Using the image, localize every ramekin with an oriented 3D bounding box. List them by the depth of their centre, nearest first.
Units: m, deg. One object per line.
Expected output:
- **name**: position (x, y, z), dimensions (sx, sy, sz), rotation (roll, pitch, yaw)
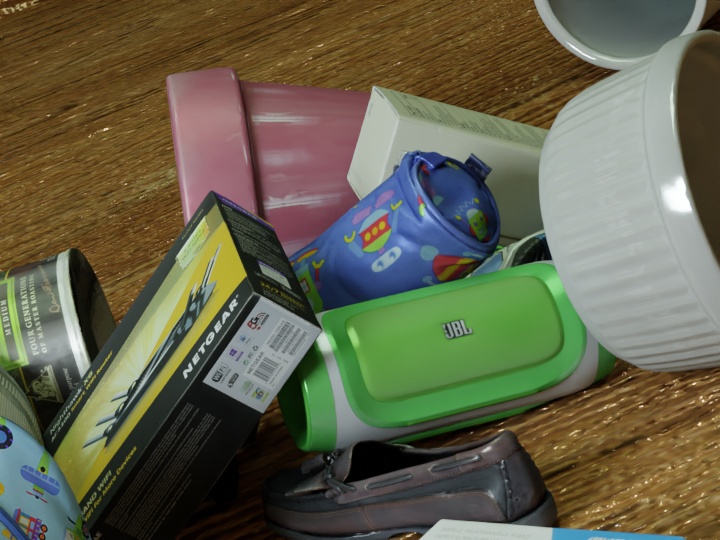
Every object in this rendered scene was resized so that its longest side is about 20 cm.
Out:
- **ramekin**: position (0.191, -0.034, 1.263), dimensions (0.105, 0.201, 0.200), rotation (-18, 16, 31)

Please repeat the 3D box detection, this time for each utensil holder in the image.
- **utensil holder**: position (0.273, -0.295, 1.956), dimensions (0.169, 0.170, 0.200), rotation (-6, 19, 32)

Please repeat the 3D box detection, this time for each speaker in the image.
- **speaker**: position (0.051, 0.051, 1.280), dimensions (0.199, 0.089, 0.088), rotation (-13, 17, -16)

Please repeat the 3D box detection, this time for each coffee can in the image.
- **coffee can**: position (-0.266, 0.083, 1.435), dimensions (0.199, 0.147, 0.146), rotation (-18, 19, 2)

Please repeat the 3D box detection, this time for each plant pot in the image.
- **plant pot**: position (-0.044, -0.055, 1.562), dimensions (0.178, 0.201, 0.200), rotation (-7, 18, -5)

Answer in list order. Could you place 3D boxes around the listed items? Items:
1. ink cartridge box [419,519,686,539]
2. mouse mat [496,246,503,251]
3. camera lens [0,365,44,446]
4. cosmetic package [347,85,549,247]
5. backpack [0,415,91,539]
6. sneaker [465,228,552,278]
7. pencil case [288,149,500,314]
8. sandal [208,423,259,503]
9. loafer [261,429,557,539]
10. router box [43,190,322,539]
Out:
- **ink cartridge box**: position (0.047, 0.197, 0.918), dimensions (0.146, 0.086, 0.200), rotation (-2, 23, 40)
- **mouse mat**: position (0.077, 0.003, 1.551), dimensions (0.161, 0.008, 0.200), rotation (-1, 26, 42)
- **camera lens**: position (-0.269, 0.137, 1.265), dimensions (0.159, 0.160, 0.200), rotation (-19, 19, -1)
- **cosmetic package**: position (0.101, -0.061, 1.455), dimensions (0.199, 0.073, 0.104), rotation (13, 14, -12)
- **backpack**: position (-0.215, 0.174, 1.049), dimensions (0.182, 0.201, 0.135), rotation (-11, 20, 19)
- **sneaker**: position (0.091, 0.016, 1.389), dimensions (0.200, 0.076, 0.077), rotation (-27, 21, -19)
- **pencil case**: position (0.000, 0.000, 1.342), dimensions (0.200, 0.087, 0.078), rotation (-38, -15, 31)
- **sandal**: position (-0.085, 0.083, 1.382), dimensions (0.045, 0.075, 0.200), rotation (-23, 26, 5)
- **loafer**: position (0.021, 0.116, 1.198), dimensions (0.200, 0.063, 0.072), rotation (-2, 23, 40)
- **router box**: position (-0.112, 0.070, 1.273), dimensions (0.200, 0.052, 0.157), rotation (-55, 24, 12)
